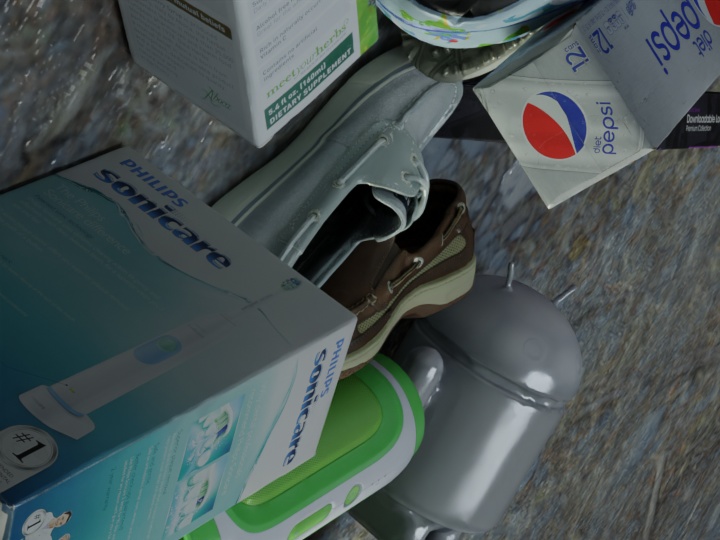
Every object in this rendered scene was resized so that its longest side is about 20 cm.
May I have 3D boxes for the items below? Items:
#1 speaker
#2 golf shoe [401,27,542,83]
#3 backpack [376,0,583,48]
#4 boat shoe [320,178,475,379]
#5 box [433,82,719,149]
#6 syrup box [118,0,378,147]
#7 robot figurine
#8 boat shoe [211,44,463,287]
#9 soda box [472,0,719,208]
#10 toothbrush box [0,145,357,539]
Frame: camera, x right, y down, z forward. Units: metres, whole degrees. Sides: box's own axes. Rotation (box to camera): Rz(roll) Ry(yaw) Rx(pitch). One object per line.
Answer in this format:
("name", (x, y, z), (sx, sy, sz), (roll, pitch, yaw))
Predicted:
("speaker", (-0.050, 0.112, 1.060), (0.200, 0.088, 0.089), (-27, 144, -46))
("golf shoe", (0.101, -0.162, 1.005), (0.200, 0.078, 0.097), (-47, 158, -15))
("backpack", (0.079, -0.187, 0.839), (0.200, 0.163, 0.154), (-42, 178, -10))
("boat shoe", (-0.005, -0.002, 1.033), (0.202, 0.074, 0.075), (-32, 134, -52))
("box", (0.141, -0.089, 1.089), (0.200, 0.142, 0.036), (-5, 99, -58))
("syrup box", (-0.051, -0.150, 0.735), (0.079, 0.081, 0.200), (-45, 155, -23))
("robot figurine", (0.067, 0.087, 1.208), (0.169, 0.113, 0.201), (12, 111, -59))
("boat shoe", (-0.003, -0.040, 0.971), (0.201, 0.071, 0.070), (-43, 153, -24))
("soda box", (0.129, -0.105, 0.897), (0.063, 0.068, 0.200), (-30, -171, 35))
("toothbrush box", (-0.122, 0.044, 0.774), (0.200, 0.146, 0.086), (-29, 146, -45))
